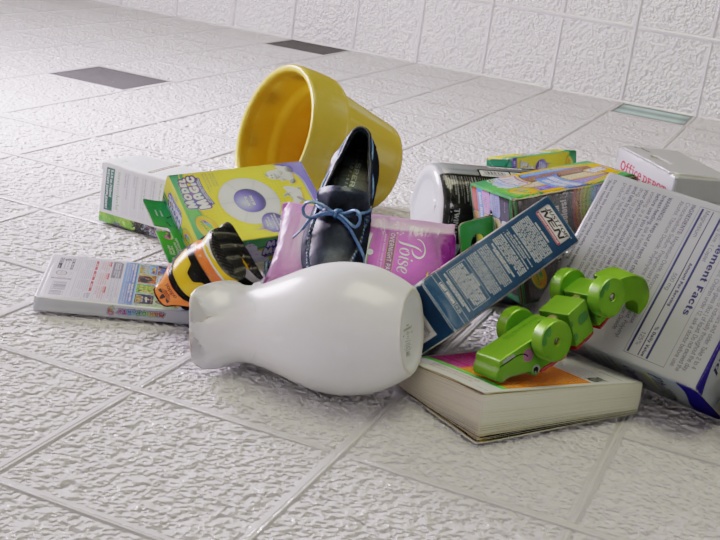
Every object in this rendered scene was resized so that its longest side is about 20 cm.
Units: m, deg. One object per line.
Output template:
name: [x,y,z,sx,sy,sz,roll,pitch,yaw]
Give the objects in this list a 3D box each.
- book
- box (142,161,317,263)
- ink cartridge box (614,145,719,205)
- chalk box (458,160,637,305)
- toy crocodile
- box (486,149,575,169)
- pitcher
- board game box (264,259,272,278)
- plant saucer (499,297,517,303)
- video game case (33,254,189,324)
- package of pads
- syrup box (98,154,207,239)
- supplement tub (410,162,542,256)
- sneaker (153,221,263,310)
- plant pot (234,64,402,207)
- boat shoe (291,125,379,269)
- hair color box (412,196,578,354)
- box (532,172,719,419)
book: [0.150,0.106,1.136,0.199,0.048,0.133,-3,17,-33]
box: [-0.141,-0.064,1.372,0.199,0.049,0.118,-11,53,-27]
ink cartridge box: [0.348,-0.030,1.388,0.083,0.201,0.145,3,18,-15]
chalk box: [0.201,-0.042,1.353,0.199,0.125,0.124,-10,15,-14]
toy crocodile: [0.187,0.050,1.105,0.199,0.062,0.067,-32,25,-29]
box: [0.254,-0.111,1.715,0.048,0.118,0.199,7,13,38]
pitcher: [-0.038,0.048,1.127,0.199,0.122,0.171,1,10,20]
board game box: [-0.050,-0.013,1.442,0.134,0.028,0.200,6,18,-7]
plant saucer: [0.160,0.002,1.494,0.199,0.028,0.200,7,17,-2]
video game case: [-0.237,0.021,1.272,0.198,0.018,0.143,5,17,-8]
package of pads: [0.000,0.000,1.280,0.198,0.076,0.121,9,56,4]
syrup box: [-0.226,-0.084,1.501,0.199,0.079,0.081,17,19,24]
supplement tub: [0.170,-0.067,1.468,0.199,0.123,0.123,3,18,-18]
sneaker: [-0.161,0.002,1.226,0.090,0.070,0.200,-31,-1,3]
plant pot: [-0.050,-0.170,1.700,0.188,0.202,0.201,16,10,-36]
boat shoe: [-0.026,-0.067,1.238,0.083,0.069,0.201,4,54,2]
hair color box: [0.117,0.008,1.189,0.200,0.061,0.100,-32,-4,-36]
box: [0.307,0.024,1.204,0.199,0.185,0.105,24,-11,40]
